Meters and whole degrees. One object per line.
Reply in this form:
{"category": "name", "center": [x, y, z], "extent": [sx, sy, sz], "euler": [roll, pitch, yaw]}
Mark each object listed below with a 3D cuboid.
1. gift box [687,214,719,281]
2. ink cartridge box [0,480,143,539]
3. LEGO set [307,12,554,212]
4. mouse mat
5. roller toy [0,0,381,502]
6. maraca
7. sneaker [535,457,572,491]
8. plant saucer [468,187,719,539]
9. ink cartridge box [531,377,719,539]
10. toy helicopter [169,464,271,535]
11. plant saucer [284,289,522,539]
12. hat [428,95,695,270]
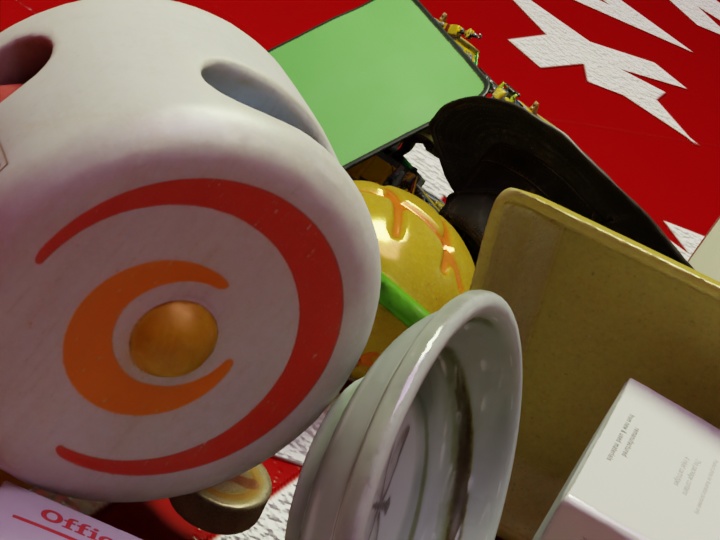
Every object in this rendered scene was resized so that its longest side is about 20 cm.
{"category": "gift box", "center": [0.349, 0.013, 1.231], "extent": [0.187, 0.185, 0.200], "euler": [36, 2, 25]}
{"category": "ink cartridge box", "center": [-0.109, 0.153, 0.667], "extent": [0.115, 0.068, 0.200], "euler": [24, 24, -4]}
{"category": "LEGO set", "center": [0.031, -0.102, 1.213], "extent": [0.116, 0.154, 0.200], "euler": [30, 23, -38]}
{"category": "mouse mat", "center": [-0.028, -0.112, 1.191], "extent": [0.199, 0.008, 0.161], "euler": [-27, 41, -6]}
{"category": "roller toy", "center": [-0.092, -0.005, 0.725], "extent": [0.199, 0.183, 0.140], "euler": [-10, 36, -16]}
{"category": "maraca", "center": [0.000, 0.000, 1.002], "extent": [0.137, 0.107, 0.200], "euler": [37, -1, 33]}
{"category": "sneaker", "center": [0.181, 0.151, 0.962], "extent": [0.199, 0.070, 0.078], "euler": [27, 18, -1]}
{"category": "plant saucer", "center": [0.142, 0.071, 0.892], "extent": [0.199, 0.201, 0.048], "euler": [27, 38, 19]}
{"category": "ink cartridge box", "center": [0.160, 0.177, 0.795], "extent": [0.200, 0.148, 0.145], "euler": [31, 24, 8]}
{"category": "toy helicopter", "center": [-0.123, 0.055, 0.842], "extent": [0.200, 0.079, 0.132], "euler": [40, 32, 27]}
{"category": "plant saucer", "center": [0.012, 0.101, 0.756], "extent": [0.050, 0.201, 0.200], "euler": [14, 19, 20]}
{"category": "hat", "center": [0.102, -0.008, 1.066], "extent": [0.200, 0.081, 0.201], "euler": [34, -19, 13]}
